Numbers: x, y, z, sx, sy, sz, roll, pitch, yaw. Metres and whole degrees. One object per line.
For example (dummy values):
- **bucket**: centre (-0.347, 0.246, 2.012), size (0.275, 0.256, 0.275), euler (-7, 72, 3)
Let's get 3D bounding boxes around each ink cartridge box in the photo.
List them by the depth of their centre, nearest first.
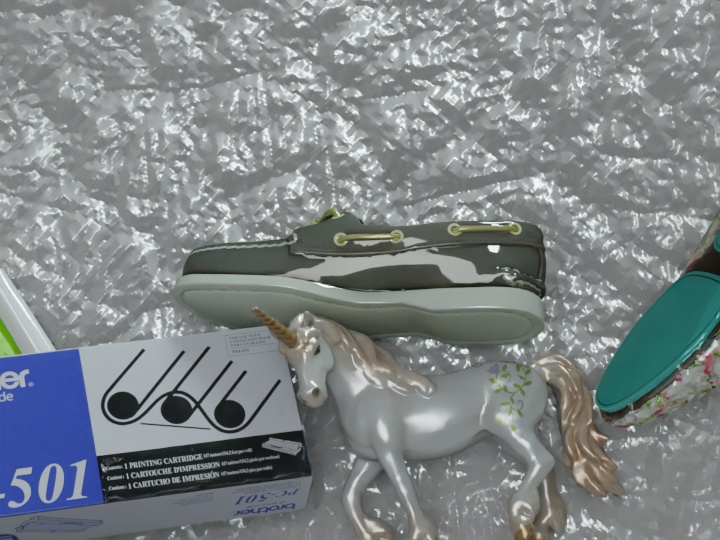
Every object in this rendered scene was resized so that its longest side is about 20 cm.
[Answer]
- **ink cartridge box**: centre (-0.131, 0.089, 1.148), size (0.200, 0.044, 0.094), euler (-6, 60, -13)

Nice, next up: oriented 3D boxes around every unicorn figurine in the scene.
- **unicorn figurine**: centre (0.033, 0.084, 1.154), size (0.200, 0.074, 0.138), euler (-5, 81, -24)

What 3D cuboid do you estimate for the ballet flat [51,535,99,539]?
- **ballet flat**: centre (-0.139, 0.180, 1.152), size (0.200, 0.067, 0.062), euler (37, 114, 5)

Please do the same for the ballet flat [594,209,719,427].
- **ballet flat**: centre (0.204, 0.010, 1.157), size (0.064, 0.076, 0.200), euler (34, 91, -23)

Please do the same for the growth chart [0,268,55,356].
- **growth chart**: centre (-0.249, 0.092, 1.216), size (0.200, 0.018, 0.145), euler (-42, 79, -4)

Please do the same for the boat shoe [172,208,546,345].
- **boat shoe**: centre (0.000, 0.001, 1.178), size (0.201, 0.072, 0.060), euler (2, 67, 9)
